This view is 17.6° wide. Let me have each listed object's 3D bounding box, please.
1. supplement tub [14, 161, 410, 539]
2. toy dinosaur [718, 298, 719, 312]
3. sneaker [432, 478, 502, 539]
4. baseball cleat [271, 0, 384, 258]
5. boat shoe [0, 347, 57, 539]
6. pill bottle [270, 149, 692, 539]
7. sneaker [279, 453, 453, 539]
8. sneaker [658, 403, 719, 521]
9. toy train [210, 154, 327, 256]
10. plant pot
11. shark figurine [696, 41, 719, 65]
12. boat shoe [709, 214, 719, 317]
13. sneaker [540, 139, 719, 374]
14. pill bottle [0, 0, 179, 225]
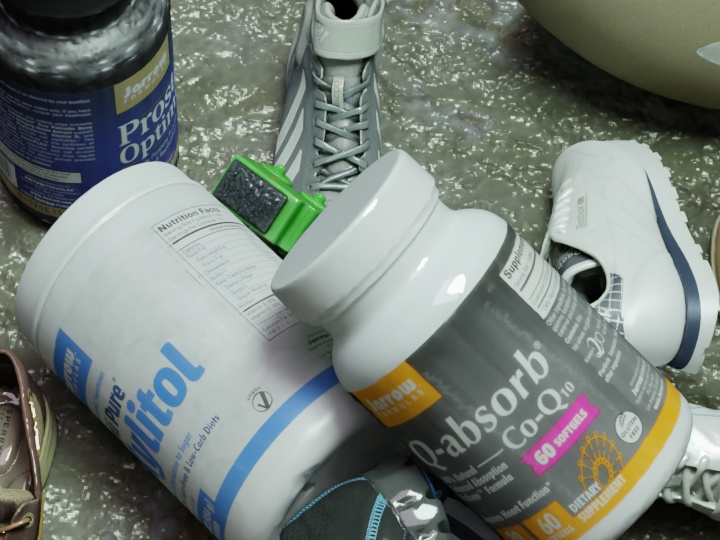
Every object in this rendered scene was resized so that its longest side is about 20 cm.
[{"bbox_3d":[-0.076,0.051,1.244,0.132,0.132,0.200,-38,64,-24],"label":"supplement tub"},{"bbox_3d":[0.289,0.041,1.235,0.198,0.048,0.088,-1,30,-12],"label":"toy dinosaur"},{"bbox_3d":[0.028,0.156,1.213,0.107,0.070,0.201,3,59,-2],"label":"sneaker"},{"bbox_3d":[-0.019,-0.089,1.352,0.069,0.107,0.201,0,58,-8],"label":"baseball cleat"},{"bbox_3d":[-0.199,0.133,1.220,0.071,0.072,0.201,6,56,3],"label":"boat shoe"},{"bbox_3d":[0.058,0.043,1.141,0.200,0.116,0.117,43,60,-10],"label":"pill bottle"},{"bbox_3d":[0.029,0.191,1.126,0.081,0.073,0.201,-23,62,-11],"label":"sneaker"},{"bbox_3d":[0.165,0.101,1.244,0.199,0.071,0.080,26,32,21],"label":"sneaker"},{"bbox_3d":[0.000,0.000,1.277,0.199,0.056,0.042,36,96,20],"label":"toy train"},{"bbox_3d":[0.210,-0.176,1.384,0.200,0.200,0.135,-40,90,-24],"label":"plant pot"},{"bbox_3d":[0.268,-0.038,1.245,0.089,0.214,0.129,-36,37,15],"label":"shark figurine"},{"bbox_3d":[0.247,0.032,1.302,0.073,0.069,0.201,-9,57,-8],"label":"boat shoe"},{"bbox_3d":[0.132,-0.017,1.294,0.080,0.077,0.200,1,29,-13],"label":"sneaker"},{"bbox_3d":[-0.160,-0.122,1.314,0.111,0.201,0.113,1,56,-1],"label":"pill bottle"}]
